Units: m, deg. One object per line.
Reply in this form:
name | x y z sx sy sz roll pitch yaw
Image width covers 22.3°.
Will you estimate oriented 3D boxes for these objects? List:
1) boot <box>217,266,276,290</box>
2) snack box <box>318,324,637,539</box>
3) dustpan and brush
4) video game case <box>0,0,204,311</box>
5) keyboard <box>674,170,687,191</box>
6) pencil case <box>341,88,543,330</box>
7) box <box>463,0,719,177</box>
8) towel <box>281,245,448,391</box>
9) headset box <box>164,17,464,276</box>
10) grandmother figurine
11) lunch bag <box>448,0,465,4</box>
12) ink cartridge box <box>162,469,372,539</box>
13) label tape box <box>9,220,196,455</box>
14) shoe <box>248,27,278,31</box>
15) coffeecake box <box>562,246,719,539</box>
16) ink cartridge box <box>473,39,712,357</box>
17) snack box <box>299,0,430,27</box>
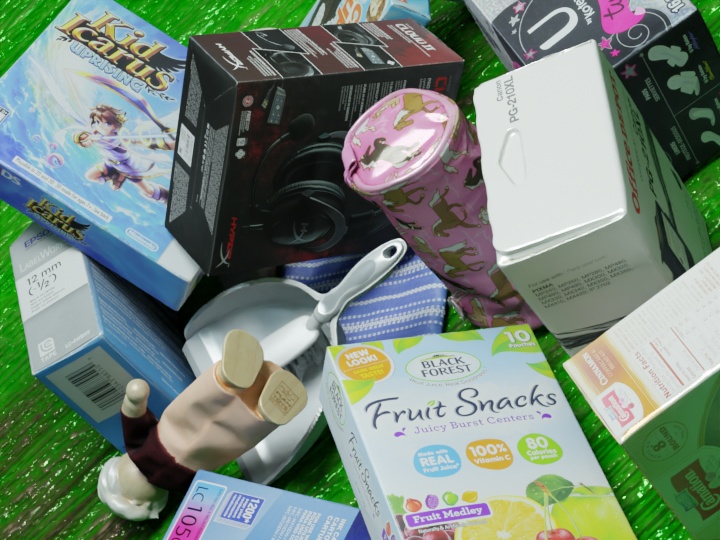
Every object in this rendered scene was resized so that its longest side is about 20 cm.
boot | -0.141 -0.060 1.386 0.070 0.146 0.200 -52 31 31
snack box | 0.069 0.123 1.123 0.142 0.053 0.200 -5 42 -17
dustpan and brush | -0.037 0.044 1.262 0.200 0.057 0.140 -36 64 15
video game case | -0.168 -0.094 1.331 0.181 0.200 0.045 -58 0 -38
keyboard | 0.126 -0.042 1.247 0.200 0.056 0.011 -5 53 26
pencil case | 0.065 -0.036 1.191 0.083 0.200 0.087 19 70 42
box | 0.160 -0.159 1.271 0.115 0.132 0.200 -36 44 4
towel | 0.000 0.000 1.337 0.145 0.024 0.200 -11 51 27
headset box | -0.024 -0.088 1.262 0.200 0.149 0.077 -8 35 -31
grandmother figurine | -0.117 0.120 1.260 0.200 0.121 0.061 -37 4 42
lunch bag | 0.114 -0.306 1.405 0.077 0.160 0.200 17 64 14
ink cartridge box | -0.042 0.217 1.162 0.200 0.076 0.137 8 62 37
label tape box | -0.192 0.030 1.358 0.066 0.143 0.200 -32 45 9
shoe | -0.109 -0.151 1.458 0.200 0.070 0.053 -30 33 50
coffeecake box | 0.239 0.054 1.036 0.200 0.154 0.073 -37 44 5
ink cartridge box | 0.153 -0.019 1.118 0.084 0.200 0.145 -21 48 20
snack box | -0.012 -0.172 1.398 0.200 0.037 0.116 -50 31 42
